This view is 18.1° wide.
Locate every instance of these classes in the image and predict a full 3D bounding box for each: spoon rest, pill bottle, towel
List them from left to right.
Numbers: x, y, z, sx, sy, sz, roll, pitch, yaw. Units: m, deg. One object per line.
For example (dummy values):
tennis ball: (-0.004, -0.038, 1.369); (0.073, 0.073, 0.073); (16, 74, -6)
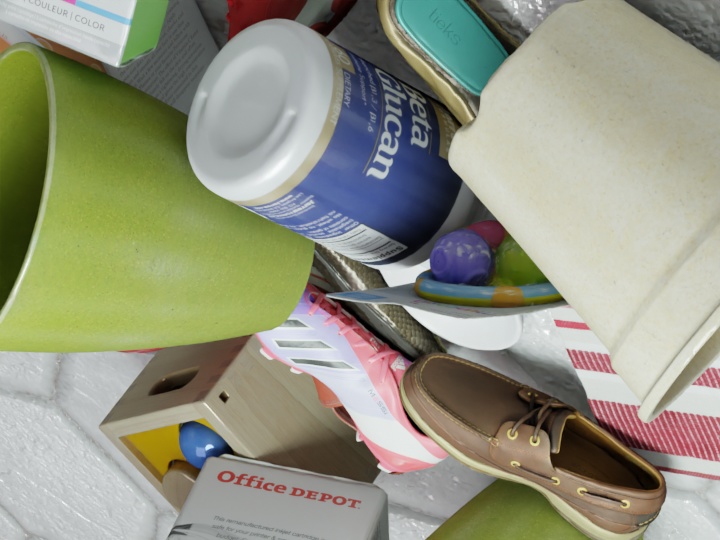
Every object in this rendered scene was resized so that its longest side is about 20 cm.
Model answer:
pill bottle: (0.001, -0.065, 1.366); (0.111, 0.111, 0.200); (-2, 161, 44)
spoon rest: (0.039, -0.017, 1.504); (0.099, 0.061, 0.200); (-2, 131, 45)
towel: (0.206, 0.067, 1.491); (0.144, 0.023, 0.200); (7, 140, 35)

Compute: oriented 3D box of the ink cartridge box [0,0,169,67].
ink cartridge box: (-0.151, -0.231, 1.310); (0.104, 0.059, 0.200); (22, 112, 12)

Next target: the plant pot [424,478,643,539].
plant pot: (0.118, 0.226, 1.609); (0.187, 0.200, 0.187); (24, 146, 17)

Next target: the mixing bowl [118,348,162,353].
mixing bowl: (-0.177, -0.011, 1.673); (0.200, 0.108, 0.200); (25, 147, 18)

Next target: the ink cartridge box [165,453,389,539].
ink cartridge box: (-0.073, 0.239, 1.630); (0.144, 0.200, 0.084); (10, 133, 15)

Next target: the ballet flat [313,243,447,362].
ballet flat: (0.000, 0.000, 1.583); (0.200, 0.046, 0.067); (45, 167, -19)

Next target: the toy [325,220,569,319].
toy: (0.091, -0.005, 1.345); (0.115, 0.200, 0.047); (8, 98, 47)

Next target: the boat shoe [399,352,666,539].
boat shoe: (0.122, 0.111, 1.550); (0.200, 0.072, 0.068); (32, 146, 1)

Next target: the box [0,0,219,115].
box: (-0.186, -0.168, 1.489); (0.124, 0.098, 0.200); (8, 138, 36)

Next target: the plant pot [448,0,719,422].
plant pot: (0.157, -0.051, 1.253); (0.183, 0.200, 0.201); (43, 149, 12)

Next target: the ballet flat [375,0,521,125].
ballet flat: (0.083, -0.108, 1.360); (0.200, 0.069, 0.063); (49, 174, -16)

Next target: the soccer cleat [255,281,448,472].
soccer cleat: (-0.005, 0.060, 1.589); (0.076, 0.067, 0.200); (-28, 109, 40)

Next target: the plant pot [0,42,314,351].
plant pot: (-0.137, -0.027, 1.407); (0.200, 0.188, 0.187); (12, 159, -28)

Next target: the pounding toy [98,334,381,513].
pounding toy: (-0.104, 0.160, 1.788); (0.184, 0.142, 0.200); (49, 145, -18)

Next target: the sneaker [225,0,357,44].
sneaker: (-0.057, -0.193, 1.375); (0.116, 0.078, 0.200); (47, 135, 0)

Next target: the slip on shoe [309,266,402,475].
slip on shoe: (-0.009, 0.070, 1.661); (0.074, 0.061, 0.200); (-9, 125, 51)
